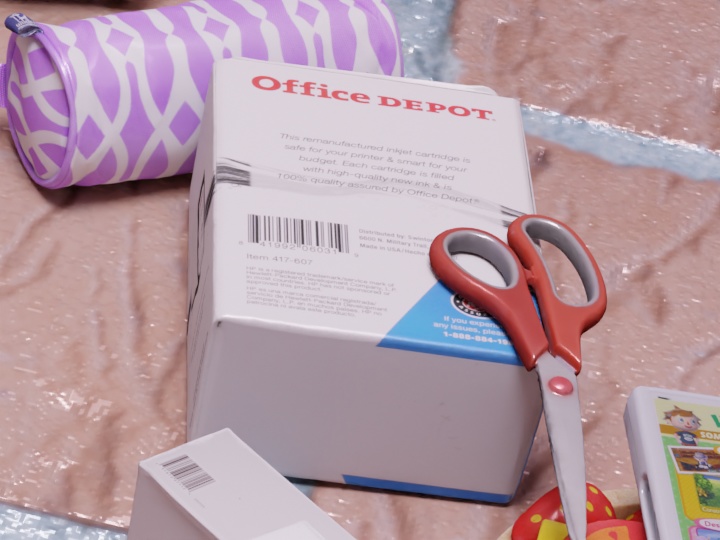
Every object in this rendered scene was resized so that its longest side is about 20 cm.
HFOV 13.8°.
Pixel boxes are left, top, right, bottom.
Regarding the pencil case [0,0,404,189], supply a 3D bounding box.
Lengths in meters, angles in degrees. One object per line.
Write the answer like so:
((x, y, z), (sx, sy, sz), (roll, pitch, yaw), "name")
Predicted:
((-0.077, -0.090, 1.425), (0.200, 0.084, 0.085), (-9, 17, -30), "pencil case")

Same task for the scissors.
((0.085, 0.040, 1.203), (0.073, 0.014, 0.200), (1, 37, -22), "scissors")

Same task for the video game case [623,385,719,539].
((0.211, 0.126, 1.172), (0.200, 0.022, 0.182), (8, 40, -12), "video game case")

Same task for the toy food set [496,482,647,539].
((0.142, 0.147, 1.181), (0.200, 0.049, 0.198), (15, 35, 4), "toy food set")

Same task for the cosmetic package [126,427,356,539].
((-0.008, 0.150, 1.104), (0.051, 0.083, 0.200), (-19, 46, -40), "cosmetic package")

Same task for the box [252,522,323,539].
((-0.079, 0.183, 0.983), (0.200, 0.124, 0.097), (-16, 43, -35), "box")

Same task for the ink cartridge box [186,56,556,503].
((0.000, 0.000, 1.311), (0.146, 0.084, 0.200), (8, 35, -7), "ink cartridge box")
